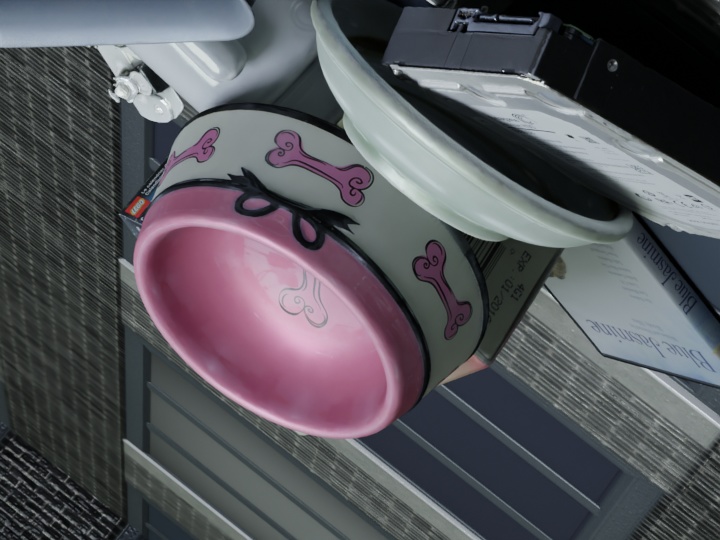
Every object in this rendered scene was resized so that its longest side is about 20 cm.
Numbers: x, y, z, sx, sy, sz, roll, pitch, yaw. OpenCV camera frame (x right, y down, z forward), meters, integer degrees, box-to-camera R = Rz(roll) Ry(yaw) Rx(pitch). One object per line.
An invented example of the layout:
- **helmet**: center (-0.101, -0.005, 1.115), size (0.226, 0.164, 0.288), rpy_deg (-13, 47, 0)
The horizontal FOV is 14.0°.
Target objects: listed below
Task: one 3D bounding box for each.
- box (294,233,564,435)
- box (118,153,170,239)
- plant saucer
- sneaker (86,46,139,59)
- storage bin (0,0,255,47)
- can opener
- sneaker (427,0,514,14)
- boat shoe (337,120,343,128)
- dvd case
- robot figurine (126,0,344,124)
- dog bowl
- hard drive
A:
- **box**: center (0.000, 0.000, 1.688), size (0.128, 0.109, 0.200), rpy_deg (43, 146, -15)
- **box**: center (-0.057, -0.021, 1.870), size (0.038, 0.137, 0.200), rpy_deg (26, 159, 41)
- **plant saucer**: center (0.047, -0.066, 1.493), size (0.200, 0.050, 0.200), rpy_deg (33, -163, -11)
- **sneaker**: center (-0.156, -0.162, 1.752), size (0.200, 0.074, 0.089), rpy_deg (9, 142, 37)
- **storage bin**: center (-0.140, -0.207, 1.459), size (0.200, 0.135, 0.146), rpy_deg (0, 148, 32)
- **can opener**: center (-0.165, -0.179, 1.838), size (0.200, 0.066, 0.053), rpy_deg (54, 150, -17)
- **sneaker**: center (-0.012, -0.194, 1.418), size (0.200, 0.075, 0.087), rpy_deg (45, 169, -17)
- **boat shoe**: center (-0.014, -0.074, 1.762), size (0.200, 0.062, 0.072), rpy_deg (43, 164, -13)
- **dvd case**: center (0.133, -0.007, 1.691), size (0.200, 0.018, 0.143), rpy_deg (48, 162, -29)
- **robot figurine**: center (-0.081, -0.156, 1.597), size (0.200, 0.113, 0.170), rpy_deg (42, -162, -10)
- **dog bowl**: center (-0.034, 0.008, 1.560), size (0.200, 0.074, 0.200), rpy_deg (24, 146, 17)
- **hard drive**: center (0.123, -0.067, 1.406), size (0.200, 0.038, 0.140), rpy_deg (28, 171, -30)
